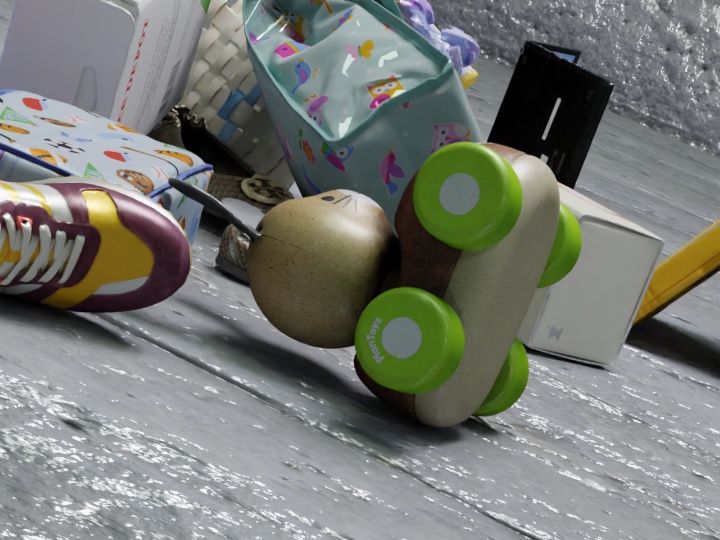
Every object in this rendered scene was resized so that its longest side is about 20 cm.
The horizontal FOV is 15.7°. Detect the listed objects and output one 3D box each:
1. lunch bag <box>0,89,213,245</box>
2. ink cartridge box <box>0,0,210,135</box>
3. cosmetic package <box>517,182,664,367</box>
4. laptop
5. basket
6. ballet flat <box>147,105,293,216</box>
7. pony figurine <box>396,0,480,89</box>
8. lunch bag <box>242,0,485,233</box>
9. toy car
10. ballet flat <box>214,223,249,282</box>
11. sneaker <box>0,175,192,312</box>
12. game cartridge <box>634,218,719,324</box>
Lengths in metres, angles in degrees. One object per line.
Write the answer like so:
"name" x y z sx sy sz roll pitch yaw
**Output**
"lunch bag" -0.178 -0.049 1.485 0.160 0.076 0.200 20 11 8
"ink cartridge box" -0.167 -0.155 1.720 0.084 0.146 0.200 22 26 6
"cosmetic package" 0.108 -0.019 1.832 0.087 0.103 0.200 15 13 -38
"laptop" 0.145 -0.075 1.986 0.103 0.177 0.200 14 11 -30
"basket" -0.116 -0.159 1.971 0.200 0.139 0.176 34 1 24
"ballet flat" -0.098 -0.071 1.796 0.067 0.046 0.200 16 11 -32
"pony figurine" 0.001 -0.202 1.869 0.200 0.166 0.193 54 -22 7
"lunch bag" 0.001 -0.099 1.766 0.200 0.122 0.170 45 -15 48
"toy car" -0.002 -0.015 1.442 0.200 0.158 0.164 21 -2 20
"ballet flat" 0.000 0.000 1.663 0.200 0.046 0.067 16 12 -28
"sneaker" -0.183 -0.013 1.319 0.200 0.075 0.090 13 19 -9
"game cartridge" 0.281 -0.022 1.978 0.032 0.200 0.176 53 16 7
